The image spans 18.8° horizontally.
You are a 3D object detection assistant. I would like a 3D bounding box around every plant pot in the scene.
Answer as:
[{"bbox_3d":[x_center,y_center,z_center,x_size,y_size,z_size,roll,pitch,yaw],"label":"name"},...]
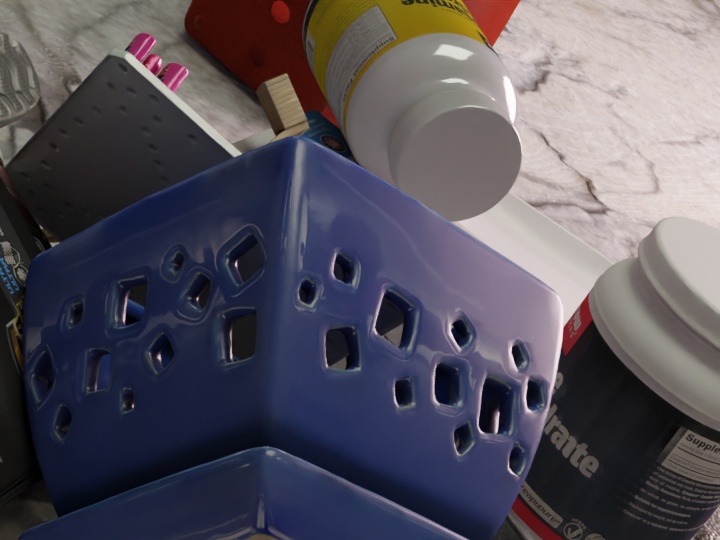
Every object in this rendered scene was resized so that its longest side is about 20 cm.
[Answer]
[{"bbox_3d":[-0.012,-0.212,1.621,0.200,0.200,0.176,40,37,13],"label":"plant pot"},{"bbox_3d":[-0.036,0.080,1.015,0.199,0.199,0.181,30,52,-38],"label":"plant pot"}]

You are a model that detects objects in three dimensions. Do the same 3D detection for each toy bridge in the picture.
[{"bbox_3d":[-0.118,-0.049,1.272,0.199,0.027,0.068,-24,89,-21],"label":"toy bridge"}]

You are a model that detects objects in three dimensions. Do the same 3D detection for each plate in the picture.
[{"bbox_3d":[0.127,0.016,1.559,0.199,0.032,0.200,35,25,-1],"label":"plate"}]

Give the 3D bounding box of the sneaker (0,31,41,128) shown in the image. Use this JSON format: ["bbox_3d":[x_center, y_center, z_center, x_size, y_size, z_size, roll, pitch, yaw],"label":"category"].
[{"bbox_3d":[-0.270,-0.077,1.202,0.199,0.082,0.075,-15,79,-47],"label":"sneaker"}]

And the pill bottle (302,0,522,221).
[{"bbox_3d":[0.036,-0.116,1.393,0.111,0.112,0.200,20,24,-27],"label":"pill bottle"}]

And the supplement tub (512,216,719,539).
[{"bbox_3d":[0.171,0.083,1.298,0.140,0.201,0.141,27,26,-14],"label":"supplement tub"}]

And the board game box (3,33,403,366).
[{"bbox_3d":[-0.085,-0.021,1.162,0.200,0.200,0.026,42,60,-9],"label":"board game box"}]

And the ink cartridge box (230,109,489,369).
[{"bbox_3d":[0.000,0.000,1.372,0.200,0.086,0.146,37,24,10],"label":"ink cartridge box"}]

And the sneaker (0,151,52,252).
[{"bbox_3d":[-0.219,0.004,1.119,0.116,0.076,0.200,50,35,0],"label":"sneaker"}]

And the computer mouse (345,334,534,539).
[{"bbox_3d":[0.042,0.128,1.202,0.200,0.053,0.139,53,-10,8],"label":"computer mouse"}]

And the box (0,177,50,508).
[{"bbox_3d":[-0.216,0.022,1.010,0.201,0.049,0.198,63,27,-4],"label":"box"}]
